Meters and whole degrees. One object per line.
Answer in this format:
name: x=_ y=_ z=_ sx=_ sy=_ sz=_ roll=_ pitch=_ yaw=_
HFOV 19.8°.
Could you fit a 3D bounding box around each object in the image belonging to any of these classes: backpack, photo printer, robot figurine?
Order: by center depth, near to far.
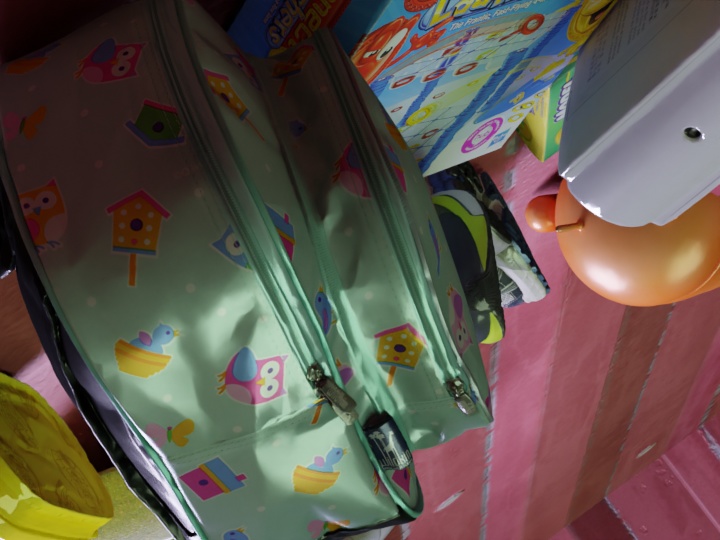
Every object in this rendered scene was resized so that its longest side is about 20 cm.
backpack: x=-0.047 y=-0.005 z=0.750 sx=0.153 sy=0.176 sz=0.200 roll=-28 pitch=136 yaw=9
photo printer: x=0.170 y=-0.130 z=0.905 sx=0.200 sy=0.069 sz=0.167 roll=-45 pitch=-156 yaw=54
robot figurine: x=0.197 y=-0.037 z=1.343 sx=0.117 sy=0.144 sz=0.200 roll=-55 pitch=162 yaw=19

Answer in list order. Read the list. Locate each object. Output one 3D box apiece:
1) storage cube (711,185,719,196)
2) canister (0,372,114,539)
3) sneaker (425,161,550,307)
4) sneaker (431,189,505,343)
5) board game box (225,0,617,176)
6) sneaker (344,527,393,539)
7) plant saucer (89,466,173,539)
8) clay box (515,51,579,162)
storage cube: x=0.287 y=-0.090 z=1.017 sx=0.172 sy=0.179 sz=0.200 roll=-64 pitch=173 yaw=-2
canister: x=-0.232 y=0.139 z=0.978 sx=0.200 sy=0.087 sz=0.149 roll=-37 pitch=164 yaw=3
sneaker: x=0.048 y=-0.013 z=1.208 sx=0.085 sy=0.077 sz=0.200 roll=-29 pitch=159 yaw=10
sneaker: x=0.000 y=0.000 z=0.971 sx=0.081 sy=0.074 sz=0.200 roll=-17 pitch=-165 yaw=-26
board game box: x=0.031 y=-0.110 z=0.888 sx=0.200 sy=0.056 sz=0.196 roll=-23 pitch=159 yaw=-42
sneaker: x=-0.016 y=0.201 z=1.682 sx=0.092 sy=0.076 sz=0.200 roll=-49 pitch=170 yaw=14
plant saucer: x=-0.088 y=0.126 z=1.205 sx=0.199 sy=0.048 sz=0.200 roll=-22 pitch=172 yaw=26
clay box: x=0.142 y=-0.131 z=1.086 sx=0.200 sy=0.048 sz=0.115 roll=-37 pitch=165 yaw=-7
